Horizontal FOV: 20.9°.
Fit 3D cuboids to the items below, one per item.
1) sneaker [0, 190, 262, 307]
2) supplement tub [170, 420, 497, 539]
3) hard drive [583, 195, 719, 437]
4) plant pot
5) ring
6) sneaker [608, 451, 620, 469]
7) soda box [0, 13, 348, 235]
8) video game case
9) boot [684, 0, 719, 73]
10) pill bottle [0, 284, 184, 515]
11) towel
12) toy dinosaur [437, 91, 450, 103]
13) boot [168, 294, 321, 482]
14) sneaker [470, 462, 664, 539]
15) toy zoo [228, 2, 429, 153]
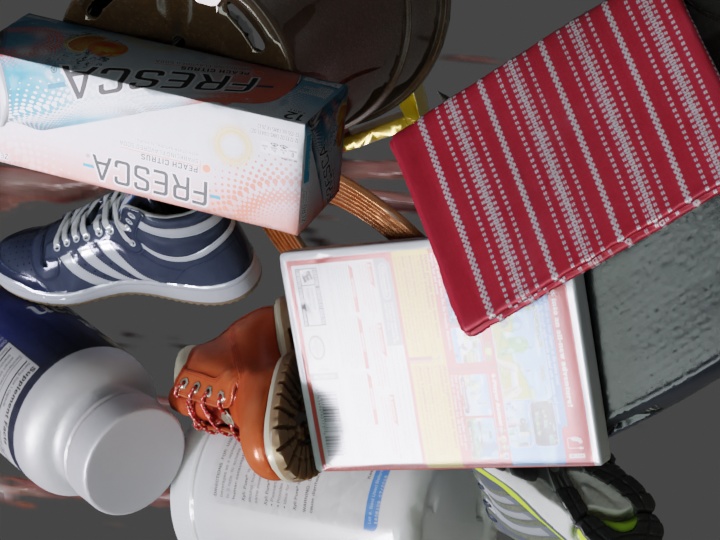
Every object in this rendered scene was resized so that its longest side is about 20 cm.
[{"bbox_3d":[-0.174,-0.032,1.353,0.199,0.070,0.109,1,142,16],"label":"sneaker"},{"bbox_3d":[-0.017,0.159,1.347,0.200,0.132,0.132,6,118,34],"label":"supplement tub"},{"bbox_3d":[0.182,0.002,1.150,0.200,0.042,0.135,-35,84,17],"label":"hard drive"},{"bbox_3d":[-0.071,-0.146,1.168,0.200,0.198,0.201,10,117,19],"label":"plant pot"},{"bbox_3d":[0.000,0.000,1.278,0.200,0.019,0.201,33,159,15],"label":"ring"},{"bbox_3d":[0.122,0.106,1.316,0.079,0.074,0.201,0,115,29],"label":"sneaker"},{"bbox_3d":[-0.109,-0.081,1.061,0.199,0.064,0.069,14,119,16],"label":"soda box"},{"bbox_3d":[0.048,0.050,1.183,0.200,0.017,0.143,-5,99,32],"label":"video game case"},{"bbox_3d":[0.178,-0.129,1.171,0.200,0.069,0.174,30,123,4],"label":"boot"},{"bbox_3d":[-0.213,0.091,1.381,0.200,0.111,0.111,32,130,42],"label":"pill bottle"},{"bbox_3d":[0.117,-0.065,1.114,0.200,0.022,0.145,-31,62,21],"label":"towel"},{"bbox_3d":[0.106,-0.028,1.249,0.200,0.102,0.077,53,141,3],"label":"toy dinosaur"},{"bbox_3d":[-0.077,0.090,1.300,0.107,0.200,0.075,-19,112,6],"label":"boot"},{"bbox_3d":[0.096,0.130,1.254,0.200,0.074,0.081,43,142,-3],"label":"sneaker"},{"bbox_3d":[-0.041,-0.136,1.290,0.200,0.020,0.131,-17,107,30],"label":"toy zoo"}]
